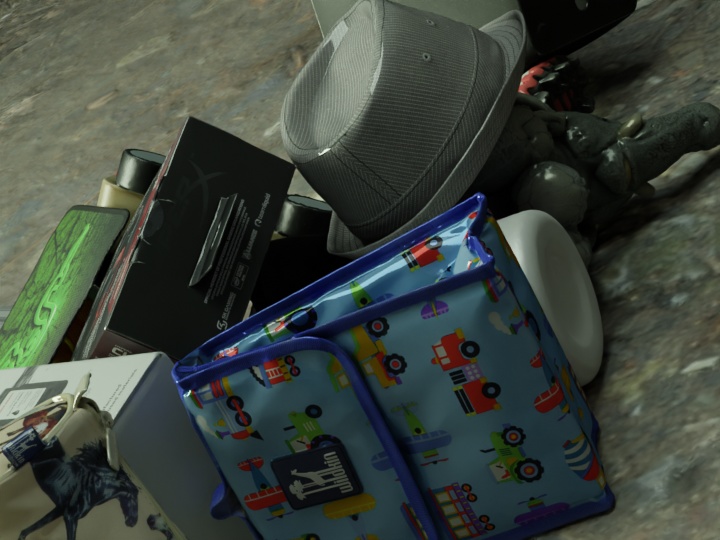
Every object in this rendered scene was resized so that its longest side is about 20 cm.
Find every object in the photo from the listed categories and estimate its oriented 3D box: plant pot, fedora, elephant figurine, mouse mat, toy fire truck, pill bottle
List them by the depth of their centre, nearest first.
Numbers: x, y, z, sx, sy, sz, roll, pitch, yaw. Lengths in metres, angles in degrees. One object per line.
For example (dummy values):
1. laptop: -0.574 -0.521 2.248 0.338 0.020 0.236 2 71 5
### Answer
1. pill bottle: 0.033 0.043 1.058 0.199 0.105 0.104 -19 23 25
2. fedora: 0.014 -0.102 1.098 0.177 0.090 0.201 -36 27 38
3. elephant figurine: 0.121 -0.056 1.173 0.200 0.155 0.142 -41 -17 -54
4. mouse mat: -0.221 0.044 1.211 0.201 0.007 0.161 -63 22 -9
5. toy fire truck: -0.092 -0.013 1.323 0.174 0.130 0.200 15 11 5
6. plant pot: 0.093 -0.230 1.397 0.177 0.201 0.199 -7 15 46

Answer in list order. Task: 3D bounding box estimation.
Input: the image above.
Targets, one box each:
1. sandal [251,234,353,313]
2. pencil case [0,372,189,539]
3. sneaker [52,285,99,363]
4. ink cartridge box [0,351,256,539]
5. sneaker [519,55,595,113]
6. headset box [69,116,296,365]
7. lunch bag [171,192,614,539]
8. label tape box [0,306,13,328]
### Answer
1. sandal: 0.000 0.000 1.180 0.045 0.076 0.199 -13 2 31
2. pencil case: -0.108 0.152 0.885 0.089 0.200 0.078 -35 11 18
3. sneaker: -0.147 0.075 1.225 0.199 0.073 0.077 18 52 36
4. ink cartridge box: -0.154 0.129 1.041 0.199 0.146 0.084 -8 40 44
5. sneaker: 0.099 -0.090 1.315 0.097 0.071 0.201 -8 32 39
6. headset box: -0.113 0.016 1.081 0.200 0.074 0.150 129 161 -58
7. lunch bag: 0.008 0.078 0.945 0.199 0.151 0.094 -25 22 12
8. label tape box: -0.328 0.081 1.381 0.142 0.067 0.200 -2 11 -4
